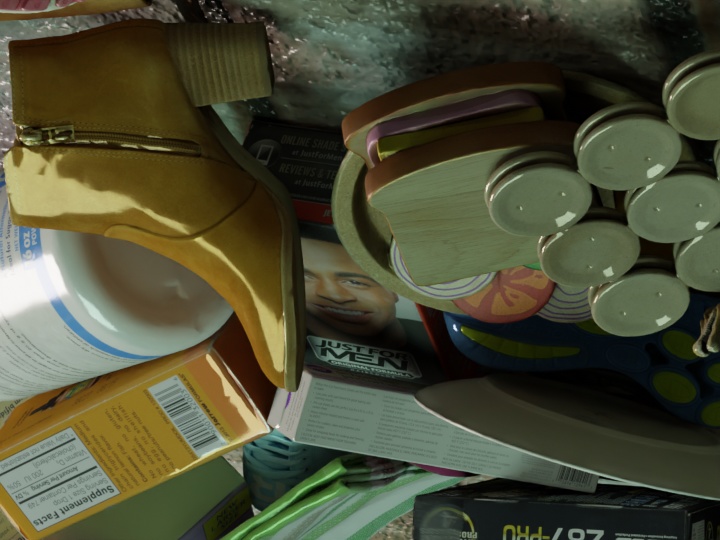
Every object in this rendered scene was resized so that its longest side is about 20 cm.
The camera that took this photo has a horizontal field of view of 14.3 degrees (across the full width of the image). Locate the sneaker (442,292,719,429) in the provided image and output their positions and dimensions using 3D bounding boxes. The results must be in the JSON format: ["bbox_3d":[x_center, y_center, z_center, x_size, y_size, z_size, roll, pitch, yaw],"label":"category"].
[{"bbox_3d":[0.142,0.035,1.579,0.199,0.071,0.083,13,-172,-8],"label":"sneaker"}]

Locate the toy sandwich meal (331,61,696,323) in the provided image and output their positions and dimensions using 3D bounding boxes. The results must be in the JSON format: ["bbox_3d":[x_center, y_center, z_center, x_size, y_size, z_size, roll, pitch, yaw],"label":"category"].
[{"bbox_3d":[0.077,-0.026,1.425,0.204,0.070,0.205,-2,140,-1],"label":"toy sandwich meal"}]

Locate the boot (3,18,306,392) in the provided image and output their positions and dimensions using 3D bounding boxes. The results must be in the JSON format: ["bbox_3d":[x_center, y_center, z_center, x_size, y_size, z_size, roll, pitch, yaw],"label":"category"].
[{"bbox_3d":[-0.106,-0.029,1.470,0.144,0.202,0.071,-8,-170,4],"label":"boot"}]

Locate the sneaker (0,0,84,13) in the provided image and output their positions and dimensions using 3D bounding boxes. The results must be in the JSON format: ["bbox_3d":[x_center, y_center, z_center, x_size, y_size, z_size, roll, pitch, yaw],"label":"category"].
[{"bbox_3d":[-0.207,-0.173,1.349,0.199,0.081,0.075,15,-173,9],"label":"sneaker"}]

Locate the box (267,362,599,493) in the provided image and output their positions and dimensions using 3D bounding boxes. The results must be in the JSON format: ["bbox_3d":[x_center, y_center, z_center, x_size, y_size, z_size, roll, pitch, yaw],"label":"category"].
[{"bbox_3d":[0.046,0.088,1.606,0.200,0.042,0.039,11,-171,-28],"label":"box"}]

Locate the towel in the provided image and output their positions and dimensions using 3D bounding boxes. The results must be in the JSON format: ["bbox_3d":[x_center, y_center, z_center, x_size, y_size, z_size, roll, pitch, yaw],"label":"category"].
[{"bbox_3d":[-0.024,0.156,1.761,0.149,0.031,0.200,-37,168,19],"label":"towel"}]

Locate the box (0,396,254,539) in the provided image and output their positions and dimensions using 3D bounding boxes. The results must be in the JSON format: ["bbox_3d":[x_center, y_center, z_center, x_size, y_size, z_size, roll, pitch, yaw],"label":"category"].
[{"bbox_3d":[-0.195,0.141,1.786,0.200,0.176,0.097,42,162,23],"label":"box"}]

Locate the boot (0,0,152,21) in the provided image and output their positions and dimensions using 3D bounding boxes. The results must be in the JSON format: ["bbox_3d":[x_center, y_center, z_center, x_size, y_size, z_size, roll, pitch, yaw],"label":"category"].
[{"bbox_3d":[-0.204,-0.137,1.474,0.199,0.069,0.188,-8,146,12],"label":"boot"}]

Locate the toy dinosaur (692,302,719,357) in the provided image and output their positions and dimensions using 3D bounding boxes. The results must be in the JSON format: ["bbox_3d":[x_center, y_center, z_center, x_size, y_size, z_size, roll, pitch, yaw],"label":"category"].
[{"bbox_3d":[0.259,0.006,1.429,0.199,0.058,0.101,-4,172,-27],"label":"toy dinosaur"}]

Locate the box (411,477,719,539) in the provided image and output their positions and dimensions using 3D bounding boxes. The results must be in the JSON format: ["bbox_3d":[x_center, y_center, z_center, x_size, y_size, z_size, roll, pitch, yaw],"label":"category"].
[{"bbox_3d":[0.132,0.151,1.687,0.161,0.049,0.200,4,180,16],"label":"box"}]

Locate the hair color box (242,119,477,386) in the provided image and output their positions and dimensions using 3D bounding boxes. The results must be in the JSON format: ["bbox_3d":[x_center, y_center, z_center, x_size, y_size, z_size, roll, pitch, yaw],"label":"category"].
[{"bbox_3d":[0.000,0.000,1.597,0.101,0.061,0.200,9,152,21],"label":"hair color box"}]

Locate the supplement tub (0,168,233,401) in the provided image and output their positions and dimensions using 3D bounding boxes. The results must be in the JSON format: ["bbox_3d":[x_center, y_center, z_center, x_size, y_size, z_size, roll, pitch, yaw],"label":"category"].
[{"bbox_3d":[-0.166,-0.002,1.622,0.132,0.132,0.200,34,149,-28],"label":"supplement tub"}]

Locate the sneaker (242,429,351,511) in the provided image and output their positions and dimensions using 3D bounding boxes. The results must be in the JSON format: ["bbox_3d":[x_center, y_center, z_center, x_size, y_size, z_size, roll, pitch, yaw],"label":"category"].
[{"bbox_3d":[-0.041,0.109,1.748,0.074,0.082,0.200,17,173,17],"label":"sneaker"}]

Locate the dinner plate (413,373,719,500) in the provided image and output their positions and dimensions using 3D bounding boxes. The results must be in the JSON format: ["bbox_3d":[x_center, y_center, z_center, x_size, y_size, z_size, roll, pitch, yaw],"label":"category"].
[{"bbox_3d":[0.127,0.085,1.539,0.200,0.024,0.200,14,-173,-2],"label":"dinner plate"}]

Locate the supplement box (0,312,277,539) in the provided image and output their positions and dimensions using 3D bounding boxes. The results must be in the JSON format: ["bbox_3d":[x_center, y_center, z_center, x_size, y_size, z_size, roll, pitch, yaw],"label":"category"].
[{"bbox_3d":[-0.129,0.086,1.652,0.200,0.067,0.069,-24,108,33],"label":"supplement box"}]

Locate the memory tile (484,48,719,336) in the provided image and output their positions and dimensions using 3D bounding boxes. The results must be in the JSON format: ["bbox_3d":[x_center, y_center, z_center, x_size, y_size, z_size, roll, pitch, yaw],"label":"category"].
[{"bbox_3d":[0.170,-0.046,1.356,0.200,0.017,0.153,-28,137,22],"label":"memory tile"}]

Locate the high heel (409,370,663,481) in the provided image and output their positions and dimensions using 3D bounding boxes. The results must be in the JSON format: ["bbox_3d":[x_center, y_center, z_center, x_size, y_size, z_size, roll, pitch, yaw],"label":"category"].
[{"bbox_3d":[0.100,0.091,1.689,0.199,0.068,0.096,16,164,-5],"label":"high heel"}]
